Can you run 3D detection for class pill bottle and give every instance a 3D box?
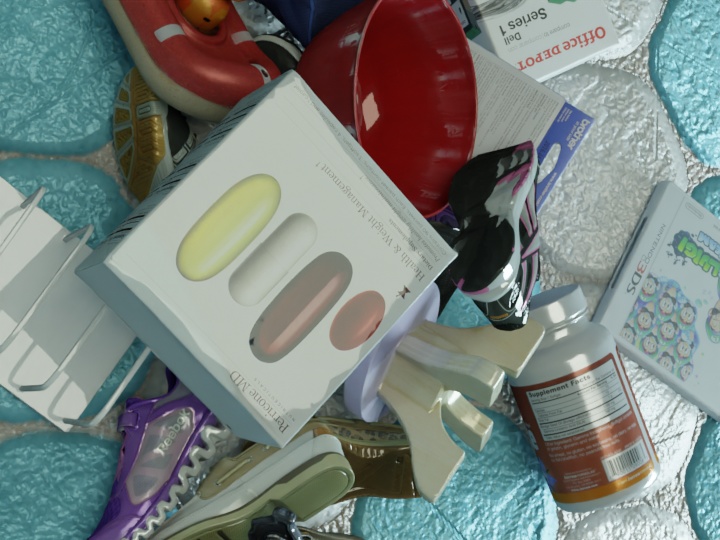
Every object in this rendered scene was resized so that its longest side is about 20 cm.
[{"bbox_3d":[0.208,0.122,1.316,0.111,0.112,0.202,-23,95,-24],"label":"pill bottle"}]

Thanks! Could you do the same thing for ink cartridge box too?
[{"bbox_3d":[0.149,-0.281,1.336,0.145,0.084,0.202,-26,96,-23],"label":"ink cartridge box"},{"bbox_3d":[0.106,-0.142,1.268,0.199,0.042,0.120,33,96,11],"label":"ink cartridge box"}]

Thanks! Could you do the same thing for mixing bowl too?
[{"bbox_3d":[0.009,-0.146,1.188,0.199,0.108,0.203,-3,94,-54],"label":"mixing bowl"}]

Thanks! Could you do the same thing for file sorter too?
[{"bbox_3d":[-0.267,0.018,1.105,0.200,0.124,0.139,40,71,-16],"label":"file sorter"}]

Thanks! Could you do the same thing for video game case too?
[{"bbox_3d":[0.356,0.035,1.437,0.199,0.024,0.183,34,73,-18],"label":"video game case"}]

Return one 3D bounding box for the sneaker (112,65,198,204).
[{"bbox_3d":[-0.158,-0.085,1.200,0.087,0.075,0.202,-15,97,-38],"label":"sneaker"}]

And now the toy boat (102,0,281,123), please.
[{"bbox_3d":[-0.129,-0.228,1.149,0.130,0.130,0.201,-11,68,-57],"label":"toy boat"}]

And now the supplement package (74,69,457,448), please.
[{"bbox_3d":[-0.075,-0.006,1.035,0.191,0.147,0.200,46,74,-12],"label":"supplement package"}]

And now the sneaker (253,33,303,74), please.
[{"bbox_3d":[-0.078,-0.114,1.214,0.082,0.071,0.202,-10,90,-53],"label":"sneaker"}]

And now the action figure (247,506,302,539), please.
[{"bbox_3d":[-0.095,0.303,1.134,0.191,0.105,0.202,-6,123,8],"label":"action figure"}]

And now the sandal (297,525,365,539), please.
[{"bbox_3d":[-0.069,0.269,1.209,0.198,0.055,0.083,8,82,-18],"label":"sandal"}]

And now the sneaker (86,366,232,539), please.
[{"bbox_3d":[-0.180,0.157,1.163,0.088,0.080,0.201,40,67,-9],"label":"sneaker"}]

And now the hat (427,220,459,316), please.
[{"bbox_3d":[0.000,0.000,1.233,0.199,0.201,0.081,-15,56,-24],"label":"hat"}]

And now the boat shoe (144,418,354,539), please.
[{"bbox_3d":[-0.103,0.199,1.165,0.199,0.069,0.075,-27,138,-2],"label":"boat shoe"}]

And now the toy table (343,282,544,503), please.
[{"bbox_3d":[0.066,0.095,1.180,0.117,0.200,0.185,31,83,15],"label":"toy table"}]

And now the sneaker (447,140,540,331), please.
[{"bbox_3d":[0.121,-0.027,1.174,0.087,0.080,0.201,60,33,-34],"label":"sneaker"}]

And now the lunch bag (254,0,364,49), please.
[{"bbox_3d":[-0.040,-0.310,1.188,0.136,0.201,0.132,-38,69,-24],"label":"lunch bag"}]

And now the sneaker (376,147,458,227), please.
[{"bbox_3d":[0.079,-0.038,1.304,0.199,0.081,0.084,30,88,-9],"label":"sneaker"}]

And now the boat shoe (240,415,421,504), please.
[{"bbox_3d":[-0.019,0.171,1.245,0.198,0.063,0.074,9,109,-21],"label":"boat shoe"}]
